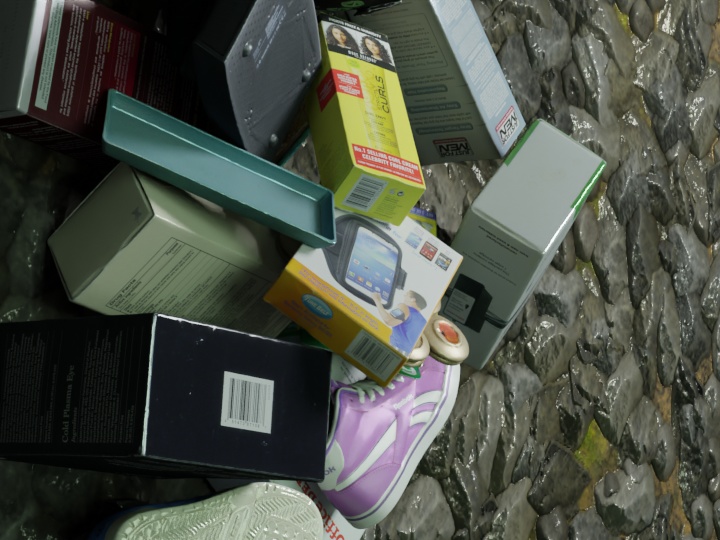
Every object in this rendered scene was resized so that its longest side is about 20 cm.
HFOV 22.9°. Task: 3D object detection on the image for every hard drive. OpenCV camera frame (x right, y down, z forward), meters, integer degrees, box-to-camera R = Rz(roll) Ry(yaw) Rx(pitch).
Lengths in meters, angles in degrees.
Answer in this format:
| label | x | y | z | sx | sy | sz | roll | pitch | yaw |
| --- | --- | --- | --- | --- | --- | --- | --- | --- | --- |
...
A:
| label | x | y | z | sx | sy | sz | roll | pitch | yaw |
| --- | --- | --- | --- | --- | --- | --- | --- | --- | --- |
| hard drive | -0.080 | -0.168 | 1.392 | 0.200 | 0.042 | 0.135 | 77 | 36 | -67 |

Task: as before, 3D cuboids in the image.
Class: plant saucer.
| label | x | y | z | sx | sy | sz | roll | pitch | yaw |
| --- | --- | --- | --- | --- | --- | --- | --- | --- | --- |
| plant saucer | -0.109 | -0.074 | 1.360 | 0.199 | 0.019 | 0.070 | 25 | 34 | -21 |

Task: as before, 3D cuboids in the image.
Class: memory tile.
| label | x | y | z | sx | sy | sz | roll | pitch | yaw |
| --- | --- | --- | --- | --- | --- | --- | --- | --- | --- |
| memory tile | 0.000 | 0.000 | 1.473 | 0.153 | 0.017 | 0.200 | 2 | 48 | -44 |

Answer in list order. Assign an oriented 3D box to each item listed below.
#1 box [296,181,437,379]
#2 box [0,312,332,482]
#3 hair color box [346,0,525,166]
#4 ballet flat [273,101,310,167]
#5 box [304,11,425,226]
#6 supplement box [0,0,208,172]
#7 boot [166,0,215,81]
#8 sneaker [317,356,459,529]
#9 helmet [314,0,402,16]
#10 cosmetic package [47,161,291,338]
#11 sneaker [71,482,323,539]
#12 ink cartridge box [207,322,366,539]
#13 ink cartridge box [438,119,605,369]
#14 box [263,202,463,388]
| label | x | y | z | sx | sy | sz | roll | pitch | yaw |
| --- | --- | --- | --- | --- | --- | --- | --- | --- | --- |
| box | 0.007 | 0.007 | 1.546 | 0.117 | 0.048 | 0.201 | 17 | 38 | -12 |
| box | -0.154 | 0.100 | 1.341 | 0.200 | 0.181 | 0.105 | 16 | 73 | -50 |
| hair color box | 0.071 | -0.200 | 1.702 | 0.061 | 0.099 | 0.201 | -53 | 127 | -39 |
| ballet flat | -0.053 | -0.156 | 1.588 | 0.065 | 0.070 | 0.200 | 45 | 47 | -6 |
| box | -0.003 | -0.129 | 1.495 | 0.075 | 0.050 | 0.201 | 17 | 41 | -26 |
| supplement box | -0.204 | -0.143 | 1.387 | 0.200 | 0.061 | 0.110 | 22 | 71 | -48 |
| boot | -0.162 | -0.266 | 1.390 | 0.076 | 0.167 | 0.201 | 104 | 6 | -85 |
| sneaker | 0.014 | 0.106 | 1.508 | 0.114 | 0.072 | 0.201 | 51 | 46 | -27 |
| helmet | -0.035 | -0.325 | 1.510 | 0.190 | 0.200 | 0.201 | 13 | 78 | -34 |
| cosmetic package | -0.139 | -0.003 | 1.417 | 0.200 | 0.105 | 0.071 | 28 | 25 | -48 |
| sneaker | -0.134 | 0.212 | 1.411 | 0.199 | 0.111 | 0.077 | -5 | 86 | -38 |
| ink cartridge box | -0.037 | 0.146 | 1.562 | 0.147 | 0.083 | 0.200 | 59 | 46 | -31 |
| ink cartridge box | 0.139 | -0.022 | 1.695 | 0.147 | 0.083 | 0.200 | -53 | 171 | -37 |
| box | 0.009 | 0.000 | 1.430 | 0.119 | 0.042 | 0.200 | 36 | 34 | -3 |
